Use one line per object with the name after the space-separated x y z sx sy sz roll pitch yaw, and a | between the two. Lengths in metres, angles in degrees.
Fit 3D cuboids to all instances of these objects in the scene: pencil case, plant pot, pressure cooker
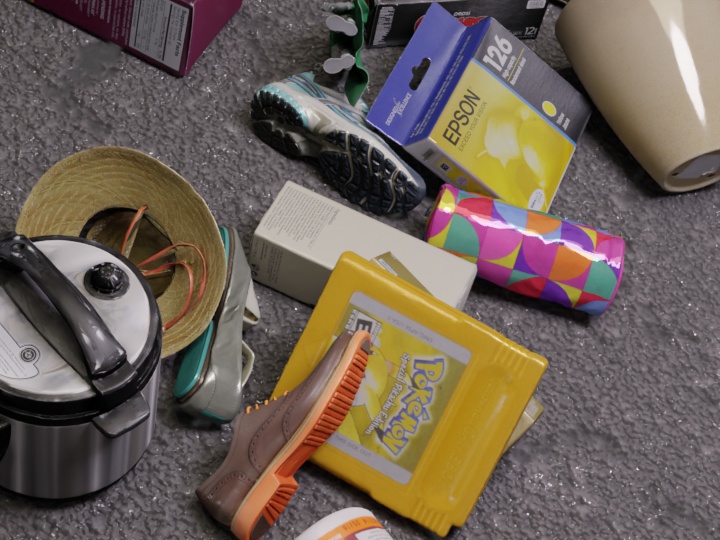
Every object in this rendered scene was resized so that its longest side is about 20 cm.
0.151 -0.019 1.689 0.198 0.089 0.089 16 49 0 | pencil case
0.317 -0.190 1.822 0.186 0.188 0.201 -9 67 -20 | plant pot
-0.247 0.069 1.442 0.174 0.201 0.180 11 52 -3 | pressure cooker

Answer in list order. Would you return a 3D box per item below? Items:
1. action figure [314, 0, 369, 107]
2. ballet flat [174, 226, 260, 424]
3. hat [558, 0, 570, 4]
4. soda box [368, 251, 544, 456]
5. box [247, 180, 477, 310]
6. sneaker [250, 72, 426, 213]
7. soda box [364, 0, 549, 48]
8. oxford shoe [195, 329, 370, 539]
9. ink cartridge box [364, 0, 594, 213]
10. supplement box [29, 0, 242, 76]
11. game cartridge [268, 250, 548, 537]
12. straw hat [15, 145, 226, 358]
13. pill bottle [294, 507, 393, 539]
-0.016 -0.234 1.792 0.054 0.119 0.200 6 10 -1 | action figure
-0.121 0.052 1.591 0.063 0.067 0.201 30 46 -25 | ballet flat
0.272 -0.378 2.012 0.199 0.081 0.202 6 49 -7 | hat
0.065 0.079 1.555 0.200 0.068 0.064 46 14 6 | soda box
0.000 0.000 1.647 0.199 0.069 0.082 26 51 8 | box
-0.008 -0.136 1.753 0.199 0.078 0.086 36 49 16 | sneaker
0.097 -0.290 1.911 0.198 0.064 0.071 -5 53 -18 | soda box
-0.064 0.124 1.480 0.073 0.071 0.201 33 84 19 | oxford shoe
0.125 -0.159 1.779 0.200 0.047 0.198 39 50 -13 | ink cartridge box
-0.231 -0.310 1.824 0.199 0.104 0.131 26 50 8 | supplement box
0.034 0.107 1.514 0.199 0.177 0.032 28 10 12 | game cartridge
-0.202 -0.013 1.594 0.200 0.202 0.085 28 11 10 | straw hat
0.020 0.293 1.380 0.114 0.115 0.200 -25 60 -30 | pill bottle
